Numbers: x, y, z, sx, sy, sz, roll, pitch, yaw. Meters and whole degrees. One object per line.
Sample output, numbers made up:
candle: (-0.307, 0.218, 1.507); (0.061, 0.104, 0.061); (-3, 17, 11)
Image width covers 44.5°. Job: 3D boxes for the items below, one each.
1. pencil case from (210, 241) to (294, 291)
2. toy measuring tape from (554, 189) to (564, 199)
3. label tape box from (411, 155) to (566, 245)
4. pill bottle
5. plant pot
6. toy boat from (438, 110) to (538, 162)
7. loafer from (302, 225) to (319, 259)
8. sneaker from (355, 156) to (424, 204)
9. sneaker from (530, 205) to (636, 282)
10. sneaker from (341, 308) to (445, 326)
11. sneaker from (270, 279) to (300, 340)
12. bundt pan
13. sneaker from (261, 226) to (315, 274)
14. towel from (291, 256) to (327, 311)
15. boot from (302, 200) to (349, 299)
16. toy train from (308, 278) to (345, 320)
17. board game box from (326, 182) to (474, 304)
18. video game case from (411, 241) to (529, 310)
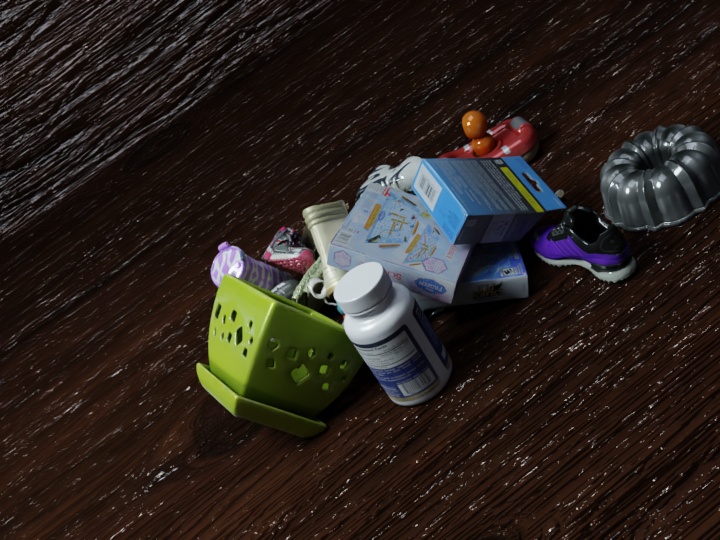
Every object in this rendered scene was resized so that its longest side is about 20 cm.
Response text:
pencil case: (-0.198, 0.016, 1.647); (0.083, 0.200, 0.086); (-29, 60, 17)
toy measuring tape: (0.242, -0.137, 1.497); (0.197, 0.074, 0.074); (-11, 31, 4)
label tape box: (0.201, -0.113, 1.384); (0.198, 0.064, 0.145); (-5, 44, -30)
pill bottle: (0.044, 0.089, 1.273); (0.110, 0.201, 0.112); (-25, 29, 15)
plant pot: (-0.133, 0.138, 1.372); (0.198, 0.198, 0.184); (21, 87, 57)
toy boat: (0.229, -0.241, 1.664); (0.199, 0.131, 0.131); (-32, 28, 3)
loafer: (-0.083, -0.058, 1.702); (0.073, 0.071, 0.200); (-56, 6, -10)
sneaker: (0.060, -0.157, 1.768); (0.198, 0.080, 0.130); (7, 49, 51)
sneaker: (0.321, -0.056, 1.311); (0.069, 0.100, 0.199); (-40, 29, -17)
sneaker: (0.056, 0.073, 1.424); (0.199, 0.072, 0.083); (-32, 29, 4)
sneaker: (-0.163, 0.108, 1.602); (0.201, 0.066, 0.090); (-49, 37, -5)
bundt pan: (0.455, -0.152, 1.347); (0.200, 0.076, 0.203); (-26, 30, 16)
sneaker: (-0.132, -0.041, 1.651); (0.200, 0.080, 0.076); (18, 88, 67)
towel: (-0.064, 0.007, 1.602); (0.201, 0.036, 0.149); (-52, -12, -27)
boot: (-0.010, -0.036, 1.444); (0.072, 0.157, 0.199); (-29, -15, 33)
toy train: (0.000, 0.000, 1.546); (0.201, 0.150, 0.056); (-51, 0, -21)
board game box: (0.073, -0.048, 1.356); (0.197, 0.042, 0.201); (18, 38, 11)
video game case: (0.164, -0.017, 1.416); (0.178, 0.046, 0.201); (-9, 32, 4)
